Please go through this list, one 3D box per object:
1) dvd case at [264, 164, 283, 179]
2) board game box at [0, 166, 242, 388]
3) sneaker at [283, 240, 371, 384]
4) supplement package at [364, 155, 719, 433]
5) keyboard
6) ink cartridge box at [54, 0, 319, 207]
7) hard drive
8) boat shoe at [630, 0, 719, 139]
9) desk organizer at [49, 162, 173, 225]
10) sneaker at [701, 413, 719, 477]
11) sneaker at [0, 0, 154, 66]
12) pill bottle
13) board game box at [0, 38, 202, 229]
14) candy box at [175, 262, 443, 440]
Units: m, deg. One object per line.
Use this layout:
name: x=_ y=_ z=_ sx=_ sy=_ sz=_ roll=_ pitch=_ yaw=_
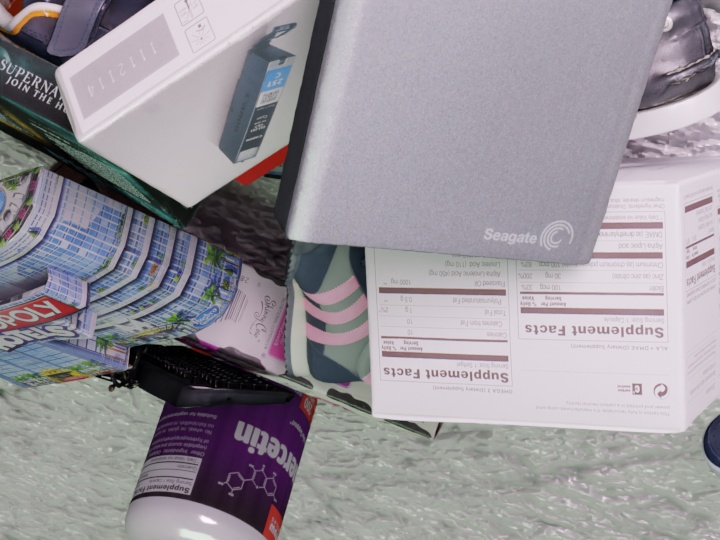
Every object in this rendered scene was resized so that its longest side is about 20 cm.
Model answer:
dvd case: x=-0.005 y=-0.109 z=0.836 sx=0.141 sy=0.018 sz=0.201 roll=7 pitch=147 yaw=14
board game box: x=-0.207 y=0.004 z=0.870 sx=0.199 sy=0.062 sz=0.199 roll=-12 pitch=155 yaw=41
sneaker: x=0.000 y=0.000 z=0.862 sx=0.081 sy=0.071 sz=0.201 roll=9 pitch=150 yaw=3
supplement package: x=0.111 y=0.004 z=0.771 sx=0.154 sy=0.112 sz=0.200 roll=0 pitch=-173 yaw=26
keyboard: x=-0.120 y=0.054 z=0.977 sx=0.103 sy=0.040 sz=0.200 roll=-1 pitch=-176 yaw=-24
ink cartridge box: x=-0.009 y=-0.097 z=0.692 sx=0.199 sy=0.045 sz=0.176 roll=-31 pitch=155 yaw=15
hard drive: x=0.053 y=-0.102 z=0.594 sx=0.138 sy=0.033 sz=0.202 roll=4 pitch=116 yaw=-21
boat shoe: x=0.083 y=-0.093 z=0.768 sx=0.198 sy=0.076 sz=0.061 roll=-11 pitch=108 yaw=23
desk organizer: x=-0.200 y=-0.014 z=1.025 sx=0.071 sy=0.078 sz=0.199 roll=32 pitch=146 yaw=-25
sneaker: x=0.291 y=0.077 z=0.939 sx=0.198 sy=0.071 sz=0.108 roll=-14 pitch=143 yaw=30
sneaker: x=-0.123 y=-0.125 z=0.787 sx=0.198 sy=0.079 sz=0.080 roll=16 pitch=154 yaw=24
pill bottle: x=-0.105 y=0.152 z=1.125 sx=0.111 sy=0.202 sz=0.113 roll=12 pitch=150 yaw=7
board game box: x=-0.186 y=-0.094 z=0.808 sx=0.199 sy=0.028 sz=0.135 roll=28 pitch=172 yaw=17
candy box: x=-0.044 y=0.046 z=1.017 sx=0.198 sy=0.062 sz=0.136 roll=22 pitch=174 yaw=-10
